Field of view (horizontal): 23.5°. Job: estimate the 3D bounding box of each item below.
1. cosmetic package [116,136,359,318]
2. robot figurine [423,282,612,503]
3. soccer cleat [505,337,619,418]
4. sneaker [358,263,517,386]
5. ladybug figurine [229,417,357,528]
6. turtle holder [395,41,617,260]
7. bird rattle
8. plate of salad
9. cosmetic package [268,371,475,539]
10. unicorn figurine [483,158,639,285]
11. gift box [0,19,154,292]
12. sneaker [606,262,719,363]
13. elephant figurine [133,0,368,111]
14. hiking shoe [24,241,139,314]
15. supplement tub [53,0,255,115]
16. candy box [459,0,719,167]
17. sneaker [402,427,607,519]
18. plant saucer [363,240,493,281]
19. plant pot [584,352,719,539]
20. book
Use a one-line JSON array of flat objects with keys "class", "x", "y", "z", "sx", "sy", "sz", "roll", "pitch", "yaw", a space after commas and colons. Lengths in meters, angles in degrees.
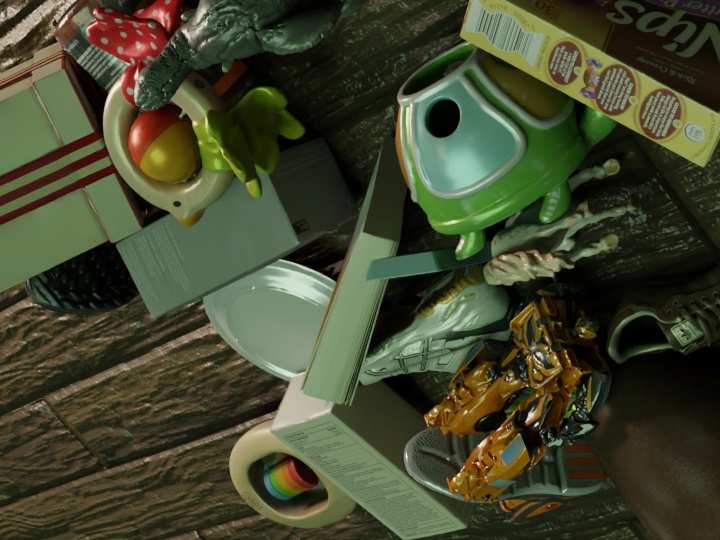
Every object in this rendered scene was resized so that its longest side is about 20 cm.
[{"class": "cosmetic package", "x": -0.111, "y": -0.038, "z": 1.568, "sx": 0.199, "sy": 0.107, "sz": 0.091, "roll": -29, "pitch": 89, "yaw": 35}, {"class": "robot figurine", "x": 0.136, "y": 0.104, "z": 1.483, "sx": 0.058, "sy": 0.146, "sz": 0.200, "roll": 7, "pitch": 136, "yaw": -34}, {"class": "soccer cleat", "x": 0.161, "y": 0.115, "z": 1.578, "sx": 0.084, "sy": 0.065, "sz": 0.200, "roll": 42, "pitch": 143, "yaw": -11}, {"class": "sneaker", "x": 0.062, "y": 0.071, "z": 1.587, "sx": 0.088, "sy": 0.076, "sz": 0.199, "roll": 43, "pitch": 132, "yaw": -15}, {"class": "ladybug figurine", "x": -0.063, "y": 0.207, "z": 1.845, "sx": 0.136, "sy": 0.072, "sz": 0.199, "roll": 49, "pitch": 141, "yaw": -13}, {"class": "turtle holder", "x": 0.109, "y": -0.108, "z": 1.333, "sx": 0.185, "sy": 0.141, "sz": 0.132, "roll": -15, "pitch": 117, "yaw": 47}, {"class": "bird rattle", "x": -0.157, "y": -0.123, "z": 1.427, "sx": 0.199, "sy": 0.113, "sz": 0.163, "roll": 36, "pitch": 127, "yaw": 0}, {"class": "plate of salad", "x": -0.061, "y": 0.048, "z": 1.703, "sx": 0.198, "sy": 0.048, "sz": 0.201, "roll": 16, "pitch": 144, "yaw": 12}, {"class": "cosmetic package", "x": 0.019, "y": 0.180, "z": 1.720, "sx": 0.200, "sy": 0.073, "sz": 0.103, "roll": 43, "pitch": 142, "yaw": -24}, {"class": "unicorn figurine", "x": 0.155, "y": -0.032, "z": 1.394, "sx": 0.137, "sy": 0.199, "sz": 0.074, "roll": -25, "pitch": 85, "yaw": 34}, {"class": "gift box", "x": -0.302, "y": -0.111, "z": 1.608, "sx": 0.200, "sy": 0.185, "sz": 0.186, "roll": -117, "pitch": 2, "yaw": -66}, {"class": "sneaker", "x": 0.282, "y": 0.036, "z": 1.389, "sx": 0.071, "sy": 0.076, "sz": 0.199, "roll": 50, "pitch": 141, "yaw": -15}, {"class": "elephant figurine", "x": -0.070, "y": -0.212, "z": 1.322, "sx": 0.141, "sy": 0.200, "sz": 0.156, "roll": 23, "pitch": 140, "yaw": 19}, {"class": "hiking shoe", "x": -0.248, "y": 0.005, "z": 1.696, "sx": 0.100, "sy": 0.199, "sz": 0.076, "roll": -22, "pitch": 85, "yaw": 50}, {"class": "supplement tub", "x": -0.165, "y": -0.173, "z": 1.518, "sx": 0.200, "sy": 0.107, "sz": 0.107, "roll": 45, "pitch": 142, "yaw": -10}, {"class": "candy box", "x": 0.185, "y": -0.169, "z": 1.228, "sx": 0.199, "sy": 0.117, "sz": 0.057, "roll": 29, "pitch": 141, "yaw": 13}, {"class": "sneaker", "x": 0.126, "y": 0.198, "z": 1.624, "sx": 0.198, "sy": 0.078, "sz": 0.112, "roll": 7, "pitch": 154, "yaw": -12}, {"class": "plant saucer", "x": 0.073, "y": -0.011, "z": 1.432, "sx": 0.069, "sy": 0.200, "sz": 0.019, "roll": -8, "pitch": 90, "yaw": 26}, {"class": "plant pot", "x": 0.290, "y": 0.159, "z": 1.448, "sx": 0.200, "sy": 0.187, "sz": 0.188, "roll": 38, "pitch": 144, "yaw": 22}, {"class": "book", "x": 0.000, "y": 0.000, "z": 1.512, "sx": 0.048, "sy": 0.134, "sz": 0.201, "roll": 15, "pitch": 132, "yaw": -3}]
